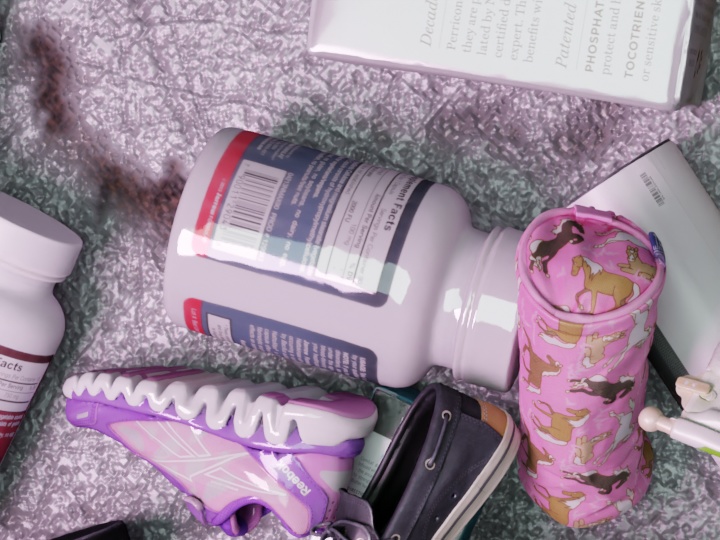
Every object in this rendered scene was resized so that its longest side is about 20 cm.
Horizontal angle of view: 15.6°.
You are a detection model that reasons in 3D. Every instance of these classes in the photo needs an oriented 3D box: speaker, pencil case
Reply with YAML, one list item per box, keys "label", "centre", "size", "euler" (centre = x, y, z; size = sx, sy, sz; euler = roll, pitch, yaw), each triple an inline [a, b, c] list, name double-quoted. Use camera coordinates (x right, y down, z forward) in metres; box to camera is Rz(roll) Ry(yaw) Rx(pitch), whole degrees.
- label: "speaker"
  centre: [0.196, 0.030, 1.472]
  size: [0.081, 0.081, 0.200]
  euler: [-33, 87, 11]
- label: "pencil case"
  centre: [0.123, 0.054, 1.433]
  size: [0.086, 0.200, 0.083]
  euler: [-27, 53, -19]

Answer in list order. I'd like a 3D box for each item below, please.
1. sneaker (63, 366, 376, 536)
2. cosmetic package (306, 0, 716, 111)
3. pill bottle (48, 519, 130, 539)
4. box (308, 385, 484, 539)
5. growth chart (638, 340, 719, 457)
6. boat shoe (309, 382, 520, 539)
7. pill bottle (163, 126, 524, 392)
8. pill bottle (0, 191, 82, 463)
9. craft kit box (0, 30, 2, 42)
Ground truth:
- label: "sneaker"
  centre: [-0.087, 0.104, 1.506]
  size: [0.200, 0.080, 0.089]
  euler: [9, 98, 30]
- label: "cosmetic package"
  centre: [0.095, -0.182, 1.434]
  size: [0.200, 0.167, 0.167]
  euler: [10, 96, 11]
- label: "pill bottle"
  centre: [-0.148, 0.253, 1.537]
  size: [0.112, 0.112, 0.200]
  euler: [-18, 90, 12]
- label: "box"
  centre: [0.010, 0.171, 1.532]
  size: [0.082, 0.049, 0.200]
  euler: [25, 98, 9]
- label: "growth chart"
  centre: [0.260, 0.040, 1.400]
  size: [0.145, 0.018, 0.200]
  euler: [28, 63, 26]
- label: "boat shoe"
  centre: [0.007, 0.146, 1.429]
  size: [0.062, 0.075, 0.200]
  euler: [39, 84, -20]
- label: "pill bottle"
  centre: [0.000, 0.000, 1.489]
  size: [0.200, 0.120, 0.120]
  euler: [16, 96, 10]
- label: "pill bottle"
  centre: [-0.244, 0.054, 1.544]
  size: [0.113, 0.113, 0.200]
  euler: [28, 97, 8]
- label: "craft kit box"
  centre: [-0.333, -0.095, 1.525]
  size: [0.197, 0.049, 0.200]
  euler: [11, 55, 9]
